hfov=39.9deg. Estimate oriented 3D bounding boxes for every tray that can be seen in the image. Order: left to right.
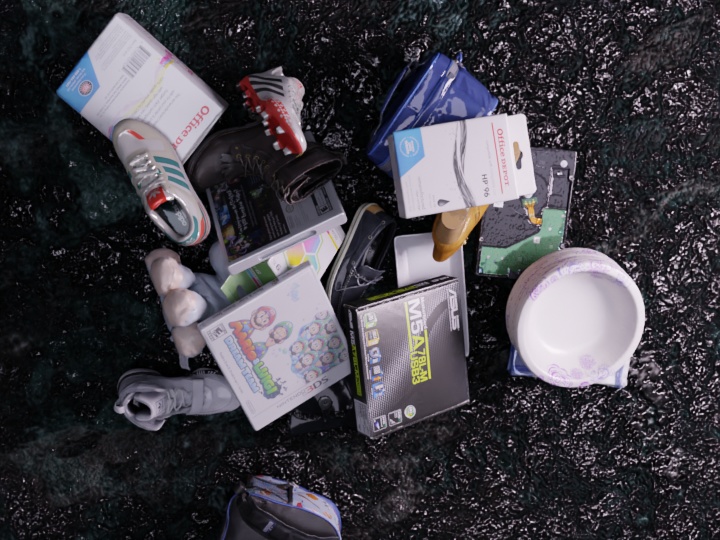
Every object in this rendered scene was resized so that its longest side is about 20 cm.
[{"bbox_3d":[0.111,0.039,1.544,0.105,0.022,0.204,-6,102,-3],"label":"tray"}]

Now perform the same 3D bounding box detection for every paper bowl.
[{"bbox_3d":[0.316,0.064,1.489,0.197,0.105,0.204,-3,111,-7],"label":"paper bowl"}]

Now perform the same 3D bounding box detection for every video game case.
[{"bbox_3d":[-0.126,-0.101,1.422,0.179,0.202,0.024,-24,136,2],"label":"video game case"},{"bbox_3d":[-0.113,0.110,1.415,0.180,0.024,0.202,-30,124,-9],"label":"video game case"}]

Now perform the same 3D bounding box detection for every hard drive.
[{"bbox_3d":[0.249,-0.089,1.519,0.137,0.038,0.204,4,101,-4],"label":"hard drive"}]

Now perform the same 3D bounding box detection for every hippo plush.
[{"bbox_3d":[-0.208,0.043,1.439,0.158,0.160,0.203,-20,129,-13],"label":"hippo plush"}]

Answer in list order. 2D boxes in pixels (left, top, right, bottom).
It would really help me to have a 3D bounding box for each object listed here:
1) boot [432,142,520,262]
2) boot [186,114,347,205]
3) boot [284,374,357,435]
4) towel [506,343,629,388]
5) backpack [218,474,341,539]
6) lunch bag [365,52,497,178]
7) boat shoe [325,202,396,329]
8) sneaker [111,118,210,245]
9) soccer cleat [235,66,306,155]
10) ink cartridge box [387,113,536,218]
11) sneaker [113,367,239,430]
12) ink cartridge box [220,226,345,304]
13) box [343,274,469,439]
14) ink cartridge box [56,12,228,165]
[{"bbox_3d":[0.163,-0.114,1.458,0.070,0.144,0.203,32,76,7],"label":"boot"},{"bbox_3d":[-0.136,-0.144,1.400,0.198,0.174,0.070,-33,136,-9],"label":"boot"},{"bbox_3d":[-0.040,0.159,1.529,0.165,0.077,0.204,0,107,-7],"label":"boot"},{"bbox_3d":[0.337,0.107,1.572,0.196,0.024,0.150,7,100,-5],"label":"towel"},{"bbox_3d":[-0.123,0.421,1.541,0.187,0.154,0.203,17,106,1],"label":"backpack"},{"bbox_3d":[0.096,-0.221,1.431,0.131,0.136,0.202,32,95,-10],"label":"lunch bag"},{"bbox_3d":[0.000,0.000,1.498,0.062,0.074,0.203,24,97,29],"label":"boat shoe"},{"bbox_3d":[-0.276,-0.121,1.359,0.070,0.093,0.202,-31,96,5],"label":"sneaker"},{"bbox_3d":[-0.108,-0.231,1.396,0.084,0.200,0.069,-28,130,-10],"label":"soccer cleat"},{"bbox_3d":[0.143,-0.144,1.340,0.196,0.068,0.118,-10,94,-5],"label":"ink cartridge box"},{"bbox_3d":[-0.276,0.198,1.503,0.196,0.115,0.077,4,102,-5],"label":"sneaker"},{"bbox_3d":[-0.107,-0.014,1.429,0.201,0.059,0.104,-59,136,-29],"label":"ink cartridge box"},{"bbox_3d":[0.072,0.126,1.482,0.190,0.047,0.204,-13,104,-30],"label":"box"},{"bbox_3d":[-0.308,-0.245,1.427,0.199,0.085,0.145,41,97,-9],"label":"ink cartridge box"}]
